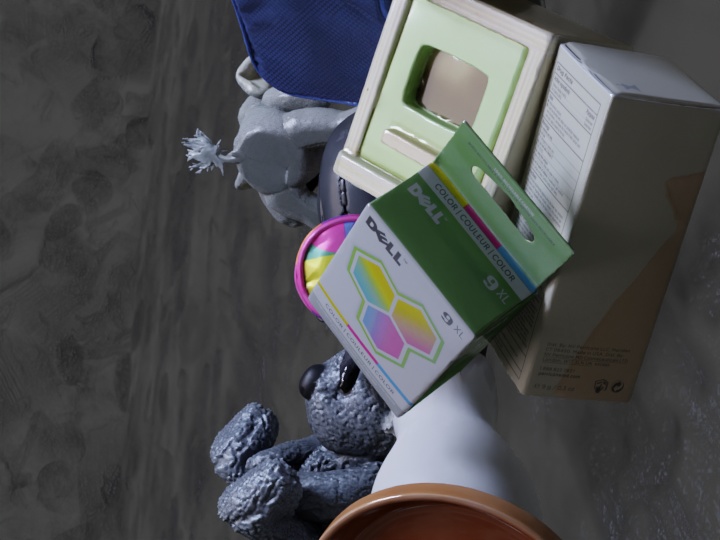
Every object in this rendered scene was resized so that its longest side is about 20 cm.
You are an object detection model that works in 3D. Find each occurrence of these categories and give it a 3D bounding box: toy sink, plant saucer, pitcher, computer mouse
[{"bbox_3d":[0.071,-0.082,1.012,0.130,0.112,0.201,33,112,34],"label":"toy sink"},{"bbox_3d":[0.060,0.222,0.966,0.032,0.199,0.201,-52,-20,-60],"label":"plant saucer"},{"bbox_3d":[0.067,0.179,1.089,0.200,0.120,0.172,-92,-4,-59],"label":"pitcher"},{"bbox_3d":[0.017,-0.055,1.317,0.140,0.046,0.201,-1,74,32],"label":"computer mouse"}]

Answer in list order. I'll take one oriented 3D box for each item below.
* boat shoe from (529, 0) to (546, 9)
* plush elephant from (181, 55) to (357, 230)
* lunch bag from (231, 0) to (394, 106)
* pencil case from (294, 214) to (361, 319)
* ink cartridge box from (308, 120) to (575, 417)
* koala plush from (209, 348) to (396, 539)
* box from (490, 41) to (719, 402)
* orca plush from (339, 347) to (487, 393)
[{"bbox_3d":[0.118,-0.141,1.100,0.064,0.070,0.201,16,-111,-74],"label":"boat shoe"},{"bbox_3d":[-0.076,-0.141,1.589,0.155,0.199,0.166,-76,-5,-57],"label":"plush elephant"},{"bbox_3d":[-0.006,-0.218,1.072,0.133,0.135,0.201,-59,-30,-33],"label":"lunch bag"},{"bbox_3d":[0.000,0.000,1.174,0.200,0.088,0.089,-11,-72,-84],"label":"pencil case"},{"bbox_3d":[0.043,0.005,0.938,0.104,0.059,0.200,52,151,9],"label":"ink cartridge box"},{"bbox_3d":[-0.004,0.140,1.290,0.201,0.183,0.177,-60,16,7],"label":"koala plush"},{"bbox_3d":[0.144,-0.028,0.932,0.095,0.077,0.201,-114,34,-59],"label":"box"},{"bbox_3d":[0.062,0.051,1.172,0.200,0.105,0.071,-35,86,29],"label":"orca plush"}]
